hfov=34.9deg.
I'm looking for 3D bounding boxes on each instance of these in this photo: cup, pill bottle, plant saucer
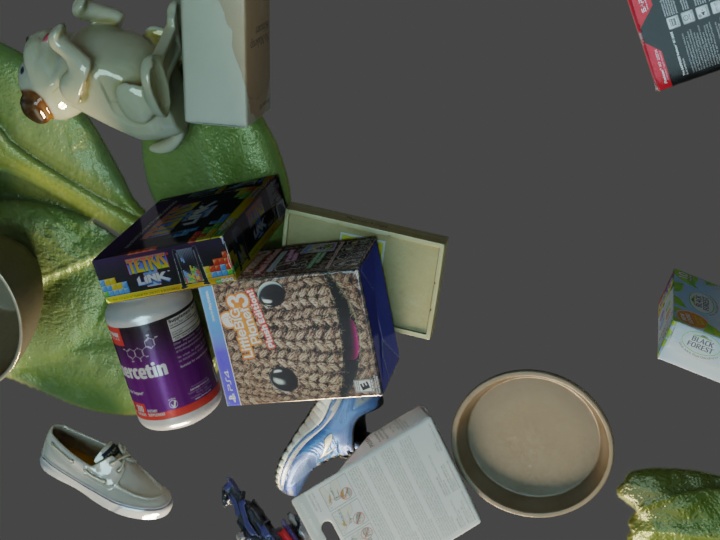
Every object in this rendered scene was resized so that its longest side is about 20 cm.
[{"bbox_3d":[-0.483,0.028,1.452,0.197,0.143,0.203,5,113,12],"label":"cup"},{"bbox_3d":[-0.250,0.089,1.430,0.111,0.113,0.203,-9,108,18],"label":"pill bottle"},{"bbox_3d":[0.210,0.208,1.400,0.197,0.030,0.203,5,112,12],"label":"plant saucer"}]

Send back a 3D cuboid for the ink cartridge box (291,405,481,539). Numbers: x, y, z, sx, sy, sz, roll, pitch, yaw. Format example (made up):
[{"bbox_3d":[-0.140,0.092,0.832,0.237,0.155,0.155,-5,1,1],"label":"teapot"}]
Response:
[{"bbox_3d":[0.031,0.287,1.419,0.198,0.057,0.164,-28,106,-4],"label":"ink cartridge box"}]

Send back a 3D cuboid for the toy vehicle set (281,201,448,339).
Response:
[{"bbox_3d":[0.000,0.000,1.375,0.197,0.027,0.126,13,114,10],"label":"toy vehicle set"}]

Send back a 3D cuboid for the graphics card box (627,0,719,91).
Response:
[{"bbox_3d":[0.376,-0.275,1.153,0.198,0.051,0.127,-18,105,22],"label":"graphics card box"}]

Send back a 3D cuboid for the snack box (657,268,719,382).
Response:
[{"bbox_3d":[0.421,0.080,1.230,0.198,0.142,0.054,21,115,6],"label":"snack box"}]

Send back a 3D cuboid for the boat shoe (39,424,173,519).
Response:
[{"bbox_3d":[-0.341,0.267,1.552,0.198,0.071,0.071,25,118,12],"label":"boat shoe"}]

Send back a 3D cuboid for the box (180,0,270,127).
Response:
[{"bbox_3d":[-0.149,-0.270,1.274,0.077,0.095,0.203,6,114,12],"label":"box"}]

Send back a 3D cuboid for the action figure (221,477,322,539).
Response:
[{"bbox_3d":[-0.130,0.378,1.544,0.193,0.104,0.201,-39,68,19],"label":"action figure"}]

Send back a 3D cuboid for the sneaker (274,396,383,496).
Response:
[{"bbox_3d":[-0.038,0.216,1.443,0.089,0.079,0.201,34,115,2],"label":"sneaker"}]

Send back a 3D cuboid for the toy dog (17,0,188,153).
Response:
[{"bbox_3d":[-0.298,-0.226,1.323,0.197,0.141,0.195,6,149,11],"label":"toy dog"}]

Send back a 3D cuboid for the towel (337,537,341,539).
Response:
[{"bbox_3d":[0.019,0.433,1.509,0.165,0.086,0.201,35,115,-1],"label":"towel"}]

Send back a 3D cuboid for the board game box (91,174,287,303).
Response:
[{"bbox_3d":[-0.189,-0.040,1.315,0.163,0.200,0.057,-9,111,17],"label":"board game box"}]

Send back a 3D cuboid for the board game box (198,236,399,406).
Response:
[{"bbox_3d":[-0.070,0.061,1.349,0.197,0.097,0.162,-6,110,17],"label":"board game box"}]
